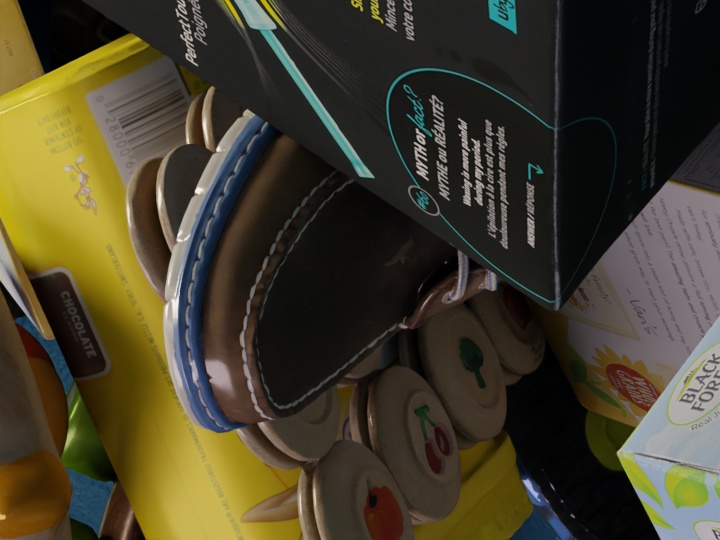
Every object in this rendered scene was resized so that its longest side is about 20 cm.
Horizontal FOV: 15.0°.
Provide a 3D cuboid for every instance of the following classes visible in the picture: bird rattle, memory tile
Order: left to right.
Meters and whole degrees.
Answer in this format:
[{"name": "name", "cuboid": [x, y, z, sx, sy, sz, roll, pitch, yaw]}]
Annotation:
[{"name": "bird rattle", "cuboid": [-0.122, 0.051, 0.871, 0.163, 0.112, 0.201, 111, 148, -58]}, {"name": "memory tile", "cuboid": [0.000, 0.000, 0.845, 0.017, 0.200, 0.154, -22, 106, 27]}]

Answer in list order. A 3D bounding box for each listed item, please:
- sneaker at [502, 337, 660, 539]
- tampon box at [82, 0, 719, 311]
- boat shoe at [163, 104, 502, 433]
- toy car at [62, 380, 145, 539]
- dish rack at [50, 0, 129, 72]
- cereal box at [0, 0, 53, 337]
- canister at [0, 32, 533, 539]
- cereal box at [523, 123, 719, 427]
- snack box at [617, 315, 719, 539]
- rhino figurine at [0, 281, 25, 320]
[{"name": "sneaker", "cuboid": [0.094, 0.087, 0.998, 0.200, 0.066, 0.078, 50, 160, -18]}, {"name": "tampon box", "cuboid": [0.008, -0.121, 0.689, 0.199, 0.126, 0.150, 34, 155, 22]}, {"name": "boat shoe", "cuboid": [0.018, -0.028, 0.755, 0.072, 0.200, 0.073, 8, 133, 31]}, {"name": "toy car", "cuboid": [-0.037, 0.091, 1.100, 0.163, 0.159, 0.200, 24, 149, -10]}, {"name": "dish rack", "cuboid": [-0.035, -0.030, 1.020, 0.200, 0.055, 0.154, 37, 158, 10]}, {"name": "cereal box", "cuboid": [-0.151, -0.072, 1.024, 0.200, 0.039, 0.145, 40, 152, 62]}, {"name": "canister", "cuboid": [-0.035, 0.017, 0.883, 0.086, 0.148, 0.201, -19, 99, 32]}, {"name": "cereal box", "cuboid": [0.126, 0.011, 0.842, 0.199, 0.040, 0.144, 19, 148, 44]}, {"name": "snack box", "cuboid": [0.165, 0.058, 0.693, 0.067, 0.169, 0.201, 15, 144, 42]}, {"name": "rhino figurine", "cuboid": [-0.169, 0.012, 1.187, 0.060, 0.199, 0.088, -54, 48, 43]}]
